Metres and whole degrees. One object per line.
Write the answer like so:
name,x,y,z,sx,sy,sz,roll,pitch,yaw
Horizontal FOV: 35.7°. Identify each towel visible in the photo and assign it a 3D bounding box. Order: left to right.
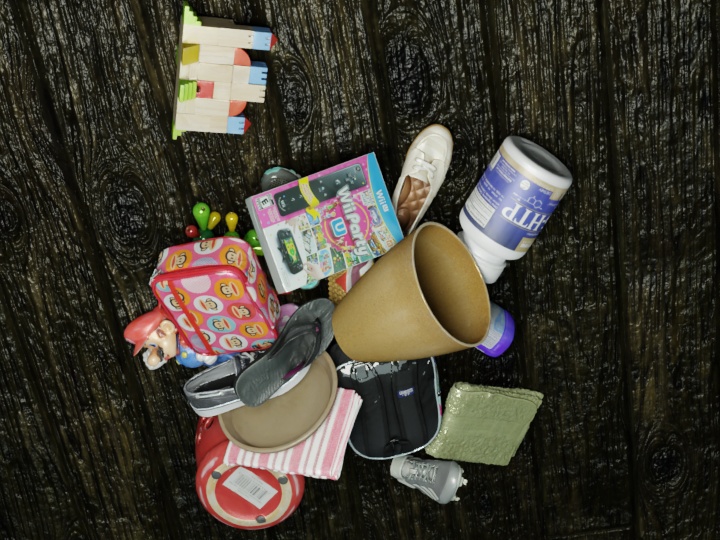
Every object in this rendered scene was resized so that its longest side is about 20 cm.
towel,-0.104,0.243,1.709,0.196,0.148,0.030,3,144,23
towel,0.207,0.256,1.867,0.197,0.037,0.150,9,114,-34

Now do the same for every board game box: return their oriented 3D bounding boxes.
board game box,-0.051,-0.071,1.647,0.197,0.064,0.150,-21,92,-16

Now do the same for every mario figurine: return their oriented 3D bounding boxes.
mario figurine,-0.287,0.139,1.792,0.197,0.107,0.125,23,116,-14

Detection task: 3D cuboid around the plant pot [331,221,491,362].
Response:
plant pot,0.060,0.057,1.636,0.198,0.188,0.187,-28,116,34

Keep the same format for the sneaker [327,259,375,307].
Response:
sneaker,0.000,0.000,1.753,0.089,0.074,0.204,-8,109,-35

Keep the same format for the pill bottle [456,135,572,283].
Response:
pill bottle,0.218,-0.087,1.679,0.118,0.120,0.202,25,114,-14

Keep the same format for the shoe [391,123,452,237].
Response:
shoe,0.088,-0.124,1.693,0.069,0.054,0.202,19,115,-11

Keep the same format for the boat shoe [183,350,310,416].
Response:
boat shoe,-0.173,0.156,1.701,0.197,0.072,0.068,-19,139,3

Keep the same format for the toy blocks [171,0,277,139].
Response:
toy blocks,-0.193,-0.277,1.596,0.134,0.100,0.203,2,117,-15

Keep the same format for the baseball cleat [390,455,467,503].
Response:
baseball cleat,0.105,0.345,1.867,0.105,0.200,0.071,20,74,-7

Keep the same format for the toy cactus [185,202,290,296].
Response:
toy cactus,-0.213,-0.006,1.734,0.163,0.103,0.200,-29,125,24

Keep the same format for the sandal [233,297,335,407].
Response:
sandal,-0.102,0.126,1.660,0.201,0.048,0.075,-47,111,-11

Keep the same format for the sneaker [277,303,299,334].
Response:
sneaker,-0.096,0.151,1.821,0.079,0.088,0.204,-10,96,22

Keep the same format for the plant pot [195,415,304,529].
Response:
plant pot,-0.180,0.310,1.840,0.196,0.183,0.204,0,119,0

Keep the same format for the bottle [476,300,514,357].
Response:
bottle,0.152,0.058,1.772,0.198,0.084,0.065,32,122,-16

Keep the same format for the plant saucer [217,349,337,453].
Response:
plant saucer,-0.125,0.194,1.718,0.197,0.202,0.030,-18,139,8

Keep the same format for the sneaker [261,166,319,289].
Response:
sneaker,-0.097,-0.060,1.701,0.076,0.092,0.203,-19,116,7

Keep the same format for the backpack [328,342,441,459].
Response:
backpack,0.041,0.195,1.799,0.174,0.151,0.203,-13,112,-2

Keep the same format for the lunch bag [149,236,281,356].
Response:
lunch bag,-0.223,0.042,1.666,0.173,0.083,0.201,-7,139,16
